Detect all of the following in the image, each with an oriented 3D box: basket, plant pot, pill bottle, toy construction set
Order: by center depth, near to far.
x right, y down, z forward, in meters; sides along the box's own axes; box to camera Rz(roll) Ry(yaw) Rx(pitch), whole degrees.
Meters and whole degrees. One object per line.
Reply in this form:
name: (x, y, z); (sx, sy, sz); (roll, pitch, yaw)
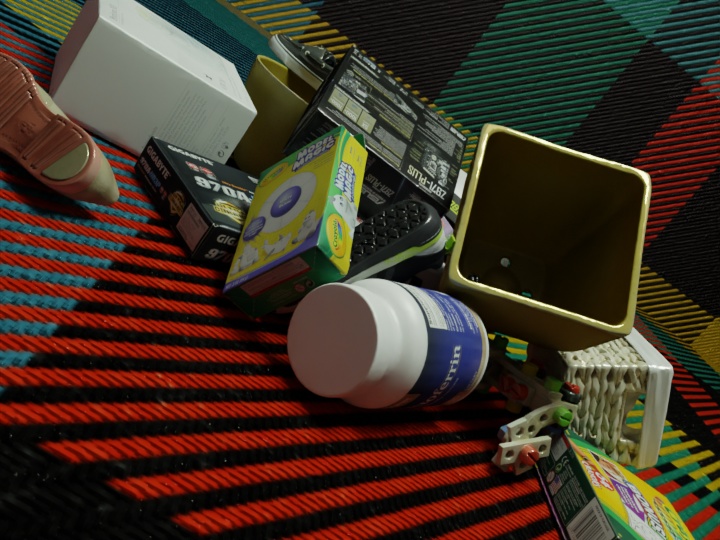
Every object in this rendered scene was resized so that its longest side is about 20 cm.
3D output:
pill bottle: (0.029, 0.069, 0.697); (0.116, 0.116, 0.200); (47, 19, 30)
toy construction set: (0.162, 0.133, 0.833); (0.131, 0.092, 0.200); (16, 25, -29)
plant pot: (0.187, -0.012, 0.866); (0.194, 0.195, 0.200); (17, -23, -2)
basket: (0.287, 0.141, 0.946); (0.122, 0.137, 0.200); (3, 15, -2)
plant pot: (-0.104, -0.192, 1.087); (0.200, 0.142, 0.200); (35, 16, -12)

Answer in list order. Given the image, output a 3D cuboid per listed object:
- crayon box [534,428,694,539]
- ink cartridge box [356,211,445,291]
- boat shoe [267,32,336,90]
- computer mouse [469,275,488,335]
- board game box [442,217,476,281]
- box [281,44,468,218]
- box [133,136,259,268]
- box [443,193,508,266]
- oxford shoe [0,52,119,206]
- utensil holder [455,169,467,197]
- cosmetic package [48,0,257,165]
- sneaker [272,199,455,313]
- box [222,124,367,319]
crayon box: (0.280, 0.270, 0.781); (0.172, 0.058, 0.200); (34, 16, -12)
ink cartridge box: (0.021, -0.016, 0.974); (0.199, 0.083, 0.146); (28, 19, -34)
boat shoe: (-0.058, -0.306, 1.136); (0.200, 0.057, 0.069); (44, 17, 19)
computer mouse: (0.142, 0.051, 0.987); (0.059, 0.034, 0.201); (41, 40, -61)
board game box: (0.116, -0.021, 1.091); (0.201, 0.032, 0.120); (55, -24, 4)
box: (0.025, -0.157, 0.943); (0.200, 0.086, 0.164); (35, 43, -15)
box: (-0.131, -0.058, 0.826); (0.199, 0.046, 0.159); (17, 27, -50)
box: (0.134, -0.033, 1.135); (0.193, 0.047, 0.200); (44, -23, 24)
oxford shoe: (-0.289, -0.121, 0.662); (0.200, 0.071, 0.074); (44, -8, 22)
utensil holder: (0.133, -0.113, 1.339); (0.200, 0.170, 0.170); (37, 16, 4)
cosmetic package: (-0.250, -0.225, 0.900); (0.199, 0.123, 0.200); (26, 19, -31)
sneaker: (0.001, 0.006, 0.737); (0.072, 0.199, 0.083); (-108, 174, -46)
box: (-0.056, -0.058, 0.720); (0.048, 0.117, 0.201); (46, 34, -30)
